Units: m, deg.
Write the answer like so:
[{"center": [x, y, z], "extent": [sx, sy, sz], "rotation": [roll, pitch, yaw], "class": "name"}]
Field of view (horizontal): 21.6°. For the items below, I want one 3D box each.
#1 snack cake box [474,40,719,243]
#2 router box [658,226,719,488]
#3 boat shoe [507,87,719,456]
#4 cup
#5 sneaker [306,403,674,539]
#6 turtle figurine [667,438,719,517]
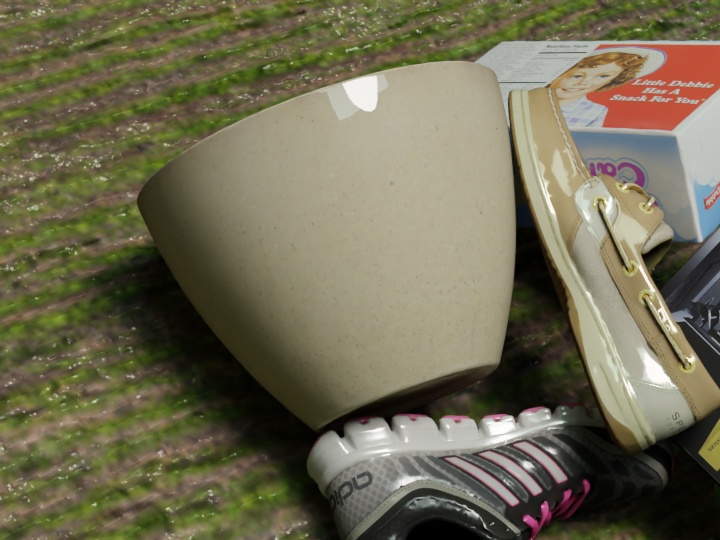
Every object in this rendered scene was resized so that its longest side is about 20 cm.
[{"center": [0.133, -0.078, 1.073], "extent": [0.199, 0.068, 0.115], "rotation": [7, 33, 43], "class": "snack cake box"}, {"center": [0.246, 0.032, 0.976], "extent": [0.200, 0.052, 0.157], "rotation": [-46, 66, 5], "class": "router box"}, {"center": [0.130, -0.008, 0.970], "extent": [0.066, 0.074, 0.201], "rotation": [-20, 76, 7], "class": "boat shoe"}, {"center": [0.000, 0.000, 0.973], "extent": [0.199, 0.200, 0.144], "rotation": [-13, 78, -29], "class": "cup"}, {"center": [0.073, 0.123, 0.970], "extent": [0.199, 0.074, 0.088], "rotation": [0, 59, -20], "class": "sneaker"}, {"center": [0.262, 0.065, 1.085], "extent": [0.193, 0.200, 0.144], "rotation": [-34, 100, -13], "class": "turtle figurine"}]
